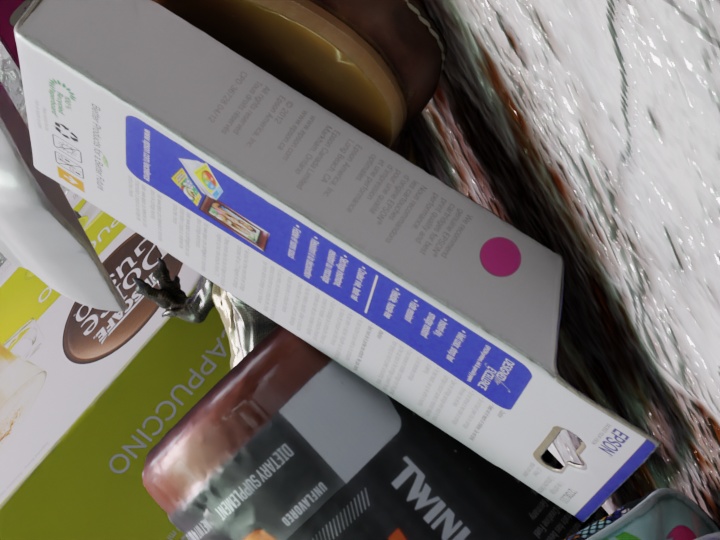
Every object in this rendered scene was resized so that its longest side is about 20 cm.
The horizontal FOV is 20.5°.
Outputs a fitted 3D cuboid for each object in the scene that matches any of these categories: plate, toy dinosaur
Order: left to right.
[{"bbox_3d":[-0.156,-0.081,0.717,0.201,0.032,0.200,60,175,11],"label":"plate"},{"bbox_3d":[-0.055,-0.008,0.792,0.088,0.047,0.202,12,114,31],"label":"toy dinosaur"}]

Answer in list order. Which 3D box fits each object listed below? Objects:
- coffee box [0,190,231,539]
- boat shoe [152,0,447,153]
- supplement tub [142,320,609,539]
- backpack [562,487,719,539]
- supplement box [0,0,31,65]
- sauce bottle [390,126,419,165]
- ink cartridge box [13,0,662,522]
[{"bbox_3d":[-0.084,0.084,0.972,0.200,0.200,0.198,41,-175,-27],"label":"coffee box"},{"bbox_3d":[-0.034,-0.076,0.599,0.199,0.070,0.071,12,141,56],"label":"boat shoe"},{"bbox_3d":[0.031,0.102,0.640,0.200,0.107,0.107,46,175,2],"label":"supplement tub"},{"bbox_3d":[0.042,0.166,0.475,0.179,0.199,0.151,61,155,9],"label":"backpack"},{"bbox_3d":[-0.112,-0.149,0.736,0.104,0.101,0.200,60,175,-1],"label":"supplement box"},{"bbox_3d":[0.000,0.000,0.729,0.065,0.064,0.200,58,173,31],"label":"sauce bottle"},{"bbox_3d":[-0.006,-0.005,0.554,0.199,0.037,0.095,35,161,6],"label":"ink cartridge box"}]
